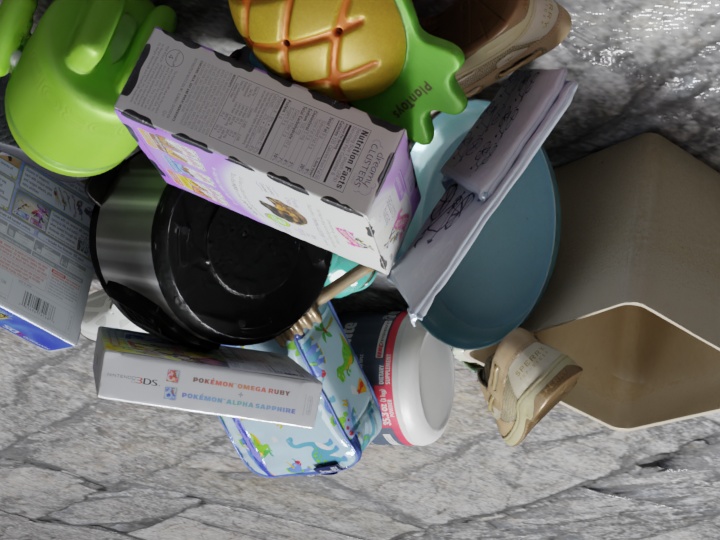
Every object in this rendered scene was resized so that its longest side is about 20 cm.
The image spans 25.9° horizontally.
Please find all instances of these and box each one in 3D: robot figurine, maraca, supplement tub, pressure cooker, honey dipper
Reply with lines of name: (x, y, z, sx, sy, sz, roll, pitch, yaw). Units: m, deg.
robot figurine: (-0.211, -0.146, 1.227, 0.174, 0.117, 0.200, 24, 151, -17)
maraca: (-0.011, -0.169, 1.090, 0.200, 0.107, 0.137, 43, 143, -6)
supplement tub: (-0.011, 0.114, 1.658, 0.198, 0.142, 0.140, -3, 152, 23)
pressure cooker: (-0.137, -0.026, 1.358, 0.177, 0.178, 0.199, -16, -167, -31)
honey dipper: (0.000, 0.000, 1.433, 0.199, 0.038, 0.038, -35, 148, -2)

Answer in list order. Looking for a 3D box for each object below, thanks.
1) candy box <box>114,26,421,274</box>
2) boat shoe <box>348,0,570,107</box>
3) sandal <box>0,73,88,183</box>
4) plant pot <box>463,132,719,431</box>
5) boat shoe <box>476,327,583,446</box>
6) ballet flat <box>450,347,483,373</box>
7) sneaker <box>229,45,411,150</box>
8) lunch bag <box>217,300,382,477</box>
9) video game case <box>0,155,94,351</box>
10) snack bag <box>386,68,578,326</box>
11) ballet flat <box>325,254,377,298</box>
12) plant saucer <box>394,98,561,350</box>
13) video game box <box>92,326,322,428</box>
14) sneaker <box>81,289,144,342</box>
candy box: (-0.061, -0.083, 1.150, 0.198, 0.072, 0.168, 23, 169, 10)
boat shoe: (0.068, -0.152, 1.158, 0.064, 0.072, 0.199, 19, 155, -35)
sandal: (-0.308, -0.129, 1.341, 0.043, 0.077, 0.200, -11, 147, 34)
plant pot: (0.232, 0.005, 1.308, 0.199, 0.179, 0.199, 27, 151, -30)
boat shoe: (0.130, 0.087, 1.249, 0.065, 0.071, 0.200, 44, 167, 10)
ballet flat: (0.100, 0.045, 1.562, 0.074, 0.075, 0.200, -3, 151, 24)
sneaker: (-0.034, -0.126, 1.277, 0.095, 0.080, 0.200, 1, 147, 41)
lunch bag: (-0.081, 0.109, 1.542, 0.160, 0.083, 0.201, -9, 118, 35)
video game case: (-0.316, -0.052, 1.381, 0.045, 0.183, 0.200, -12, 147, 39)
snack bag: (0.079, -0.061, 1.140, 0.021, 0.201, 0.189, 33, -175, -9)
ballet flat: (-0.070, 0.009, 1.558, 0.070, 0.068, 0.199, 34, 140, -30)
plant saucer: (0.096, -0.037, 1.269, 0.027, 0.202, 0.199, 1, 164, -38)
video game box: (-0.138, 0.090, 1.348, 0.180, 0.047, 0.200, 12, -179, -11)
sneaker: (-0.227, 0.010, 1.620, 0.199, 0.076, 0.116, -10, 140, 19)
